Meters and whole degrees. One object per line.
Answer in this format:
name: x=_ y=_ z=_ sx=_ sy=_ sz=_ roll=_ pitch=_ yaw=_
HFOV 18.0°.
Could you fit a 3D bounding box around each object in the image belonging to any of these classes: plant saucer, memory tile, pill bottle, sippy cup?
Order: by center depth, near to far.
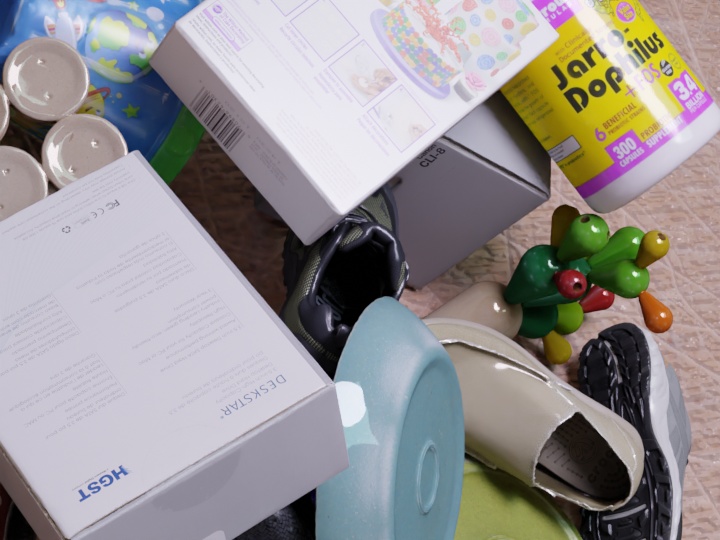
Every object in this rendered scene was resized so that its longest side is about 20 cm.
memory tile: x=-0.188 y=-0.022 z=1.271 sx=0.153 sy=0.017 sz=0.200 roll=-25 pitch=86 yaw=-16
plant saucer: x=0.023 y=0.115 z=1.284 sx=0.200 sy=0.036 sz=0.200 roll=5 pitch=90 yaw=-72
sippy cup: x=-0.164 y=-0.127 z=1.362 sx=0.130 sy=0.140 sz=0.178 roll=22 pitch=47 yaw=-25
pill bottle: x=0.132 y=-0.142 z=1.440 sx=0.200 sy=0.104 sz=0.104 roll=52 pitch=42 yaw=-2
plant saucer: x=0.086 y=0.198 z=1.441 sx=0.200 sy=0.031 sz=0.200 roll=22 pitch=51 yaw=-29

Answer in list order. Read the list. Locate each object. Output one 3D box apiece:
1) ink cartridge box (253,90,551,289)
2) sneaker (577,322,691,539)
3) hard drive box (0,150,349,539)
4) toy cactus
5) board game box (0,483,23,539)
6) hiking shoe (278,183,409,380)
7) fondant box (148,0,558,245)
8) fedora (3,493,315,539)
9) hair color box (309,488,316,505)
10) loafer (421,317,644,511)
ink cartridge box: x=0.032 y=-0.120 z=1.522 sx=0.144 sy=0.145 sz=0.200 roll=27 pitch=48 yaw=-26
sneaker: x=0.197 y=0.135 z=1.553 sx=0.079 sy=0.074 sz=0.200 roll=36 pitch=46 yaw=-41
hard drive box: x=-0.126 y=0.054 z=1.173 sx=0.156 sy=0.077 sz=0.200 roll=-29 pitch=53 yaw=-16
toy cactus: x=0.122 y=0.023 z=1.522 sx=0.165 sy=0.200 sz=0.102 roll=-24 pitch=84 yaw=-7
board game box: x=-0.240 y=0.063 z=1.252 sx=0.103 sy=0.019 sz=0.200 roll=10 pitch=56 yaw=-38
hiking shoe: x=0.000 y=0.000 z=1.355 sx=0.076 sy=0.101 sz=0.200 roll=37 pitch=41 yaw=-17
fondant box: x=-0.002 y=-0.130 z=1.332 sx=0.200 sy=0.058 sz=0.144 roll=-40 pitch=89 yaw=-28
fedora: x=-0.087 y=0.156 z=1.226 sx=0.200 sy=0.092 sz=0.201 roll=3 pitch=84 yaw=-33
hair color box: x=-0.069 y=0.086 z=1.356 sx=0.200 sy=0.065 sz=0.109 roll=22 pitch=50 yaw=-27
loafer: x=0.103 y=0.094 z=1.456 sx=0.200 sy=0.076 sz=0.068 roll=25 pitch=12 yaw=-16
